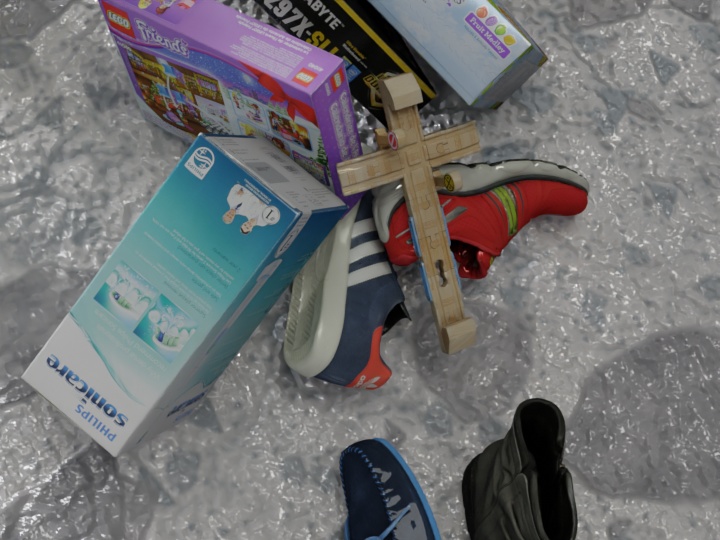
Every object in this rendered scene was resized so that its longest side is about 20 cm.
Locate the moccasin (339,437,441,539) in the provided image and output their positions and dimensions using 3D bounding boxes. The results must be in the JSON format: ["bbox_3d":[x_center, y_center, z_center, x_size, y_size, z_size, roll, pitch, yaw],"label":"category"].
[{"bbox_3d":[0.020,0.211,0.998,0.068,0.080,0.201,-10,69,-27],"label":"moccasin"}]

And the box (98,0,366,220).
[{"bbox_3d":[-0.090,-0.129,1.053,0.200,0.137,0.039,28,64,26],"label":"box"}]

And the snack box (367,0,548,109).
[{"bbox_3d":[0.058,-0.201,1.107,0.068,0.200,0.169,-44,87,13],"label":"snack box"}]

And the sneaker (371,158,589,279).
[{"bbox_3d":[0.092,-0.037,1.113,0.199,0.077,0.085,-6,87,-34],"label":"sneaker"}]

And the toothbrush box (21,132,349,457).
[{"bbox_3d":[-0.111,0.012,0.976,0.085,0.146,0.200,38,101,7],"label":"toothbrush box"}]

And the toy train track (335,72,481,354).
[{"bbox_3d":[0.051,-0.038,1.027,0.114,0.033,0.201,-20,105,-24],"label":"toy train track"}]

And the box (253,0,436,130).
[{"bbox_3d":[-0.034,-0.207,1.083,0.049,0.160,0.200,-39,37,11],"label":"box"}]

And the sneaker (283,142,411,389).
[{"bbox_3d":[0.000,0.000,1.097,0.084,0.075,0.201,25,57,-24],"label":"sneaker"}]

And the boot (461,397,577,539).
[{"bbox_3d":[0.113,0.197,0.997,0.067,0.131,0.201,-4,69,-12],"label":"boot"}]
